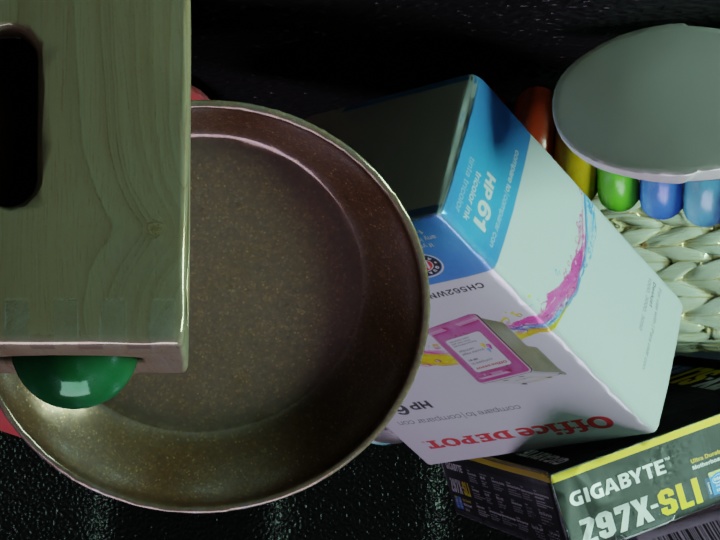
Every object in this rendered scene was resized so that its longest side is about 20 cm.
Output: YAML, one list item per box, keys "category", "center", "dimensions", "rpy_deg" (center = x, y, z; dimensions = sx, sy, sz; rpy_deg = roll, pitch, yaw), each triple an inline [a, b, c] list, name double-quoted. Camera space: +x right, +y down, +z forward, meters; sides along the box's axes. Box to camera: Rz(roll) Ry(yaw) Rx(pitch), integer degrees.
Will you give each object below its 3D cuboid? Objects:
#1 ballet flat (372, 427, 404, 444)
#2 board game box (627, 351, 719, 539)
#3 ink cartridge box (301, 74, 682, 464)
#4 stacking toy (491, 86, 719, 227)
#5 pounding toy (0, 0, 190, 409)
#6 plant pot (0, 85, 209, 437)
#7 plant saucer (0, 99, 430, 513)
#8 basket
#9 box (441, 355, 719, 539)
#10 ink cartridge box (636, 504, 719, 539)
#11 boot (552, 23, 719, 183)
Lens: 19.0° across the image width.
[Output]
- category: "ballet flat"
  center: [0.000, 0.000, 1.210]
  dimensions: [0.068, 0.200, 0.068]
  rpy_deg: [-10, 154, -33]
- category: "board game box"
  center: [0.189, 0.108, 1.316]
  dimensions: [0.199, 0.041, 0.200]
  rpy_deg: [-3, -142, -13]
- category: "ink cartridge box"
  center: [0.045, 0.007, 1.059]
  dimensions: [0.144, 0.085, 0.200]
  rpy_deg: [-12, 141, 37]
- category: "stacking toy"
  center: [0.123, -0.061, 1.059]
  dimensions: [0.199, 0.086, 0.085]
  rpy_deg: [4, 174, 8]
- category: "pounding toy"
  center: [-0.134, -0.024, 0.793]
  dimensions: [0.142, 0.201, 0.184]
  rpy_deg: [1, 174, -4]
- category: "plant pot"
  center: [-0.177, -0.008, 1.090]
  dimensions: [0.177, 0.201, 0.200]
  rpy_deg: [8, 176, 15]
- category: "plant saucer"
  center: [-0.070, 0.013, 0.954]
  dimensions: [0.200, 0.201, 0.037]
  rpy_deg: [0, -156, -6]
- category: "basket"
  center: [0.159, -0.017, 1.221]
  dimensions: [0.199, 0.124, 0.136]
  rpy_deg: [-2, 175, 7]
- category: "box"
  center: [0.145, 0.095, 1.159]
  dimensions: [0.159, 0.050, 0.200]
  rpy_deg: [-17, -176, -13]
- category: "ink cartridge box"
  center: [0.261, 0.088, 1.201]
  dimensions: [0.162, 0.057, 0.200]
  rpy_deg: [-25, -162, 41]
- category: "boot"
  center: [0.192, -0.069, 0.964]
  dimensions: [0.199, 0.073, 0.090]
  rpy_deg: [-3, 167, 19]
